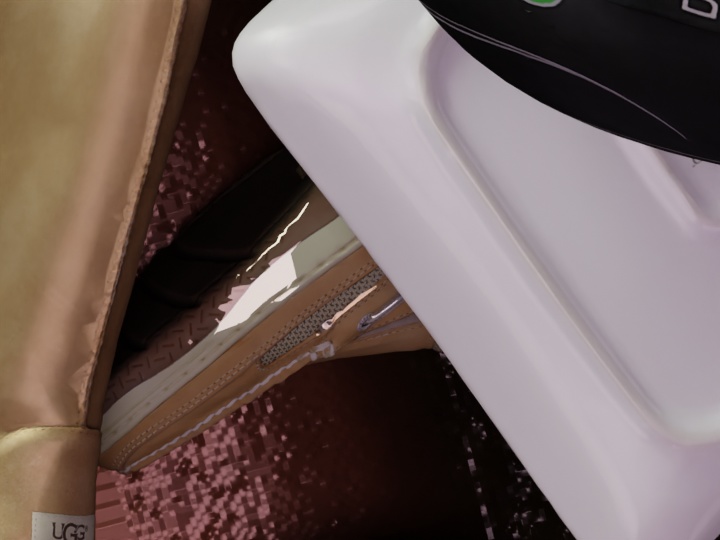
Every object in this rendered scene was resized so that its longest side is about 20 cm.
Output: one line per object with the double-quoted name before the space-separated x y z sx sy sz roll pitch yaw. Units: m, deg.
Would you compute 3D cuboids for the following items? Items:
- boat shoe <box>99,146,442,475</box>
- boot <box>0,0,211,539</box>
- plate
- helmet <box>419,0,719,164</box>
"boat shoe" 0.000 0.000 0.826 0.200 0.072 0.076 -41 113 10
"boot" -0.123 -0.002 0.820 0.174 0.066 0.201 7 88 35
"plate" 0.095 -0.044 0.789 0.199 0.032 0.200 -40 102 -16
"helmet" 0.091 -0.124 0.672 0.199 0.191 0.201 -23 132 -28
